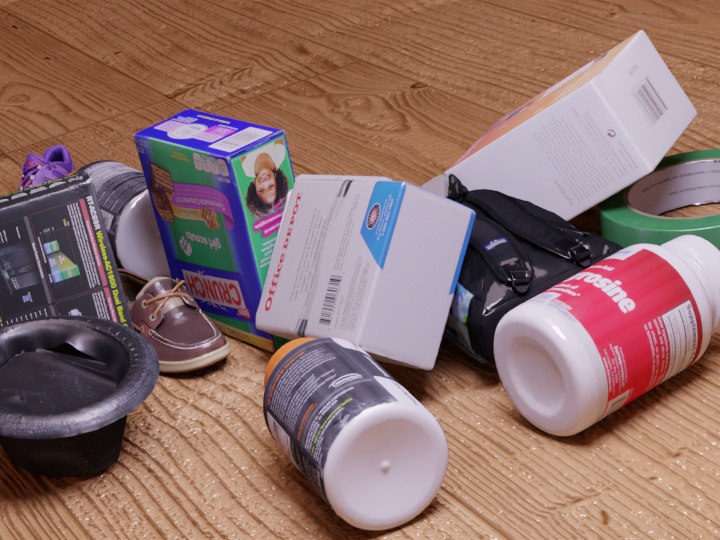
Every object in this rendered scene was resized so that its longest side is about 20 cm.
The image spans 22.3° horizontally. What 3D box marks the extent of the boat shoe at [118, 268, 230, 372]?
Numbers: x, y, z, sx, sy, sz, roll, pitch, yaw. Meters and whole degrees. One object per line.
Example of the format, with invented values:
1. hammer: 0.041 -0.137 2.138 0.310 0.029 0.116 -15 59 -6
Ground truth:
1. boat shoe: -0.193 0.042 1.770 0.072 0.073 0.200 -22 25 -24

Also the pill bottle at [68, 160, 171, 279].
1. pill bottle: -0.258 -0.058 1.976 0.106 0.107 0.199 -23 25 -26

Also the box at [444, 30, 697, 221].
1. box: 0.209 -0.126 1.818 0.199 0.107 0.152 -31 9 36

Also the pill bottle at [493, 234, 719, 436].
1. pill bottle: 0.215 0.047 1.506 0.199 0.113 0.112 -26 27 -31

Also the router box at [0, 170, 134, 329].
1. router box: -0.296 0.024 1.693 0.149 0.202 0.062 -17 17 -14

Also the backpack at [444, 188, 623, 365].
1. backpack: 0.120 0.001 1.647 0.162 0.155 0.200 -26 46 -21

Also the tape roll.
1. tape roll: 0.332 -0.060 1.779 0.198 0.049 0.201 -11 22 4

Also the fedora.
1. fedora: -0.263 0.119 1.594 0.198 0.092 0.201 -4 30 3

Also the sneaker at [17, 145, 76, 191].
1. sneaker: -0.388 -0.090 2.164 0.080 0.084 0.200 -7 24 12

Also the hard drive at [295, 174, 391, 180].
1. hard drive: -0.067 -0.054 1.995 0.131 0.027 0.200 3 26 32

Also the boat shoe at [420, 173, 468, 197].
1. boat shoe: 0.044 -0.012 1.799 0.199 0.093 0.075 -28 39 32

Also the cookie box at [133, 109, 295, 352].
1. cookie box: -0.125 -0.040 1.764 0.075 0.202 0.171 -27 26 -31

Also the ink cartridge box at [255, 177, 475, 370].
1. ink cartridge box: 0.000 0.000 1.617 0.084 0.147 0.200 18 -5 -28

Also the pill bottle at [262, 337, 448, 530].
1. pill bottle: -0.014 0.119 1.458 0.105 0.107 0.200 -18 24 -16
